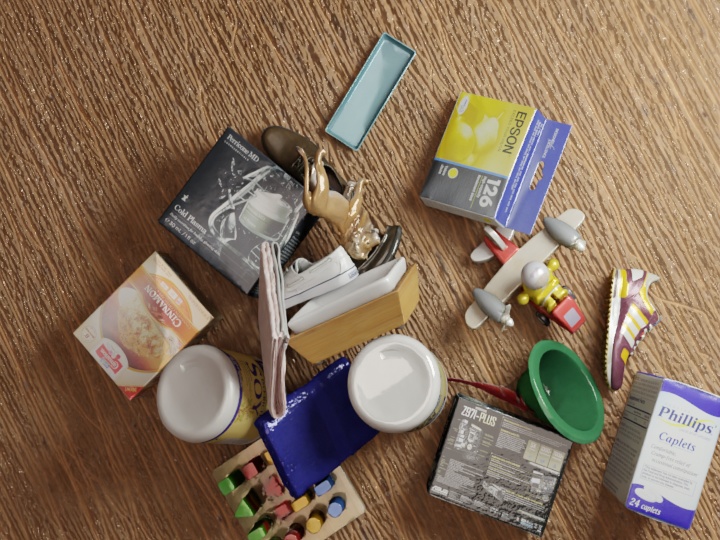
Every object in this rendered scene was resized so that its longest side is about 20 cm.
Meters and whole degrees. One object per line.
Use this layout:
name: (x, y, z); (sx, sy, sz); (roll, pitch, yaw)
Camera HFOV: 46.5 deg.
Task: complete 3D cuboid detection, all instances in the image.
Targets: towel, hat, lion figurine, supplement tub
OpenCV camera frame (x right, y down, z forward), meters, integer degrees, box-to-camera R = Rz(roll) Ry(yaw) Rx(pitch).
towel: (-0.133, 0.090, 1.284); (0.032, 0.193, 0.202); (-2, 46, -11)
hat: (0.279, 0.221, 1.399); (0.176, 0.164, 0.203); (-40, 71, 41)
lion figurine: (-0.044, -0.103, 1.333); (0.198, 0.072, 0.125); (26, 73, -38)
supplement tub: (0.064, 0.183, 1.328); (0.141, 0.200, 0.148); (-2, 79, 11)
supplement tub: (-0.215, 0.202, 1.340); (0.143, 0.200, 0.149); (-5, 77, 22)
towel: (-0.070, 0.253, 1.361); (0.199, 0.049, 0.150); (-32, 101, -35)

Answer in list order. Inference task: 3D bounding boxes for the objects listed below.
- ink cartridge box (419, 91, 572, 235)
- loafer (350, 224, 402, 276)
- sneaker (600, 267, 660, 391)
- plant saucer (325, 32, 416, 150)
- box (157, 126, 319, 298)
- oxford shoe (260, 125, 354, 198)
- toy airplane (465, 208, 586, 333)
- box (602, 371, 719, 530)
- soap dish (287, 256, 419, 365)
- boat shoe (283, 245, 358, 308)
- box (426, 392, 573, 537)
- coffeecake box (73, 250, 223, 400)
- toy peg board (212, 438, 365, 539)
ink cartridge box: (0.219, -0.180, 1.379); (0.197, 0.047, 0.201); (18, 81, 31)
loafer: (0.000, 0.000, 1.413); (0.071, 0.073, 0.202); (34, 90, 3)
sneaker: (0.446, 0.099, 1.376); (0.088, 0.075, 0.205); (5, 88, 10)
plant saucer: (0.018, -0.309, 1.457); (0.069, 0.019, 0.202); (31, 89, 5)
box: (-0.195, -0.093, 1.410); (0.199, 0.124, 0.198); (37, 88, 5)
oxford shoe: (-0.092, -0.182, 1.426); (0.199, 0.084, 0.073); (38, 92, 7)
toy airplane: (0.270, -0.001, 1.361); (0.195, 0.141, 0.205); (2, 87, 5)
box: (0.470, 0.273, 1.310); (0.103, 0.184, 0.204); (17, 89, 6)
soap dish: (-0.005, 0.063, 1.305); (0.197, 0.157, 0.082); (-24, 98, 19)
boat shoe: (-0.093, 0.011, 1.391); (0.197, 0.074, 0.066); (-22, 100, 28)
box: (0.225, 0.314, 1.374); (0.196, 0.086, 0.167); (19, 89, 5)
coffeecake box: (-0.362, 0.094, 1.435); (0.200, 0.073, 0.154); (-44, 86, 1)
toy peg board: (-0.125, 0.373, 1.391); (0.197, 0.098, 0.202); (-33, 86, 2)
